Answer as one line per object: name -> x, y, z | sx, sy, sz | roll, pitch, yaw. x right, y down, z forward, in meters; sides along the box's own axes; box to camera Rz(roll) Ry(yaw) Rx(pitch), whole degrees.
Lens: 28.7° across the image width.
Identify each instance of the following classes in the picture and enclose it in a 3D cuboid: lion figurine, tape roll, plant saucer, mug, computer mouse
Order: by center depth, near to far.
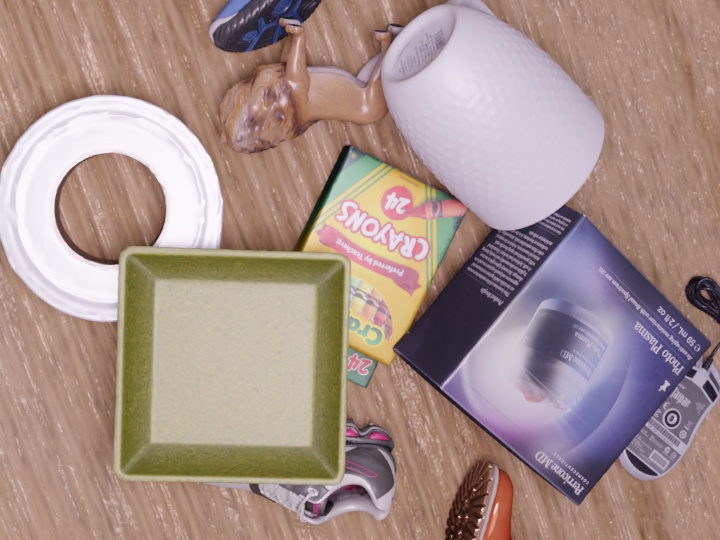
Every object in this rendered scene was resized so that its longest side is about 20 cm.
plant saucer -> -0.111, 0.082, 1.224 | 0.199, 0.048, 0.201 | 2, 91, -4
mug -> 0.109, -0.164, 1.257 | 0.147, 0.201, 0.175 | -28, 128, 32
tape roll -> -0.223, -0.056, 1.265 | 0.201, 0.071, 0.204 | -1, 94, -8
lion figurine -> -0.028, -0.164, 1.282 | 0.199, 0.072, 0.123 | 1, 109, -18
computer mouse -> 0.312, 0.113, 1.375 | 0.110, 0.044, 0.200 | 40, 83, -14

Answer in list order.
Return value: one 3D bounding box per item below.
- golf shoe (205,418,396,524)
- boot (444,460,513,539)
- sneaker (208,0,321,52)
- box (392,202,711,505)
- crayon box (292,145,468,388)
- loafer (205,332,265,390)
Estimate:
golf shoe -> -0.064, 0.185, 1.291 | 0.199, 0.088, 0.077 | 0, 135, -7
boot -> 0.136, 0.280, 1.351 | 0.107, 0.075, 0.201 | 5, 103, -12
sneaker -> -0.066, -0.280, 1.278 | 0.200, 0.076, 0.077 | -44, 74, 0
box -> 0.176, 0.070, 1.288 | 0.200, 0.123, 0.199 | 40, 90, -25
crayon box -> 0.000, 0.000, 1.313 | 0.126, 0.051, 0.201 | 25, 91, -10
loafer -> -0.141, 0.102, 1.283 | 0.200, 0.068, 0.071 | -31, 108, 3
